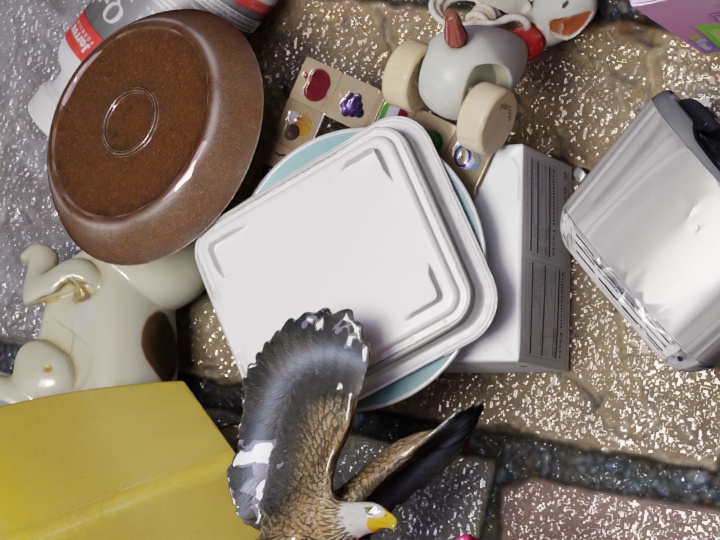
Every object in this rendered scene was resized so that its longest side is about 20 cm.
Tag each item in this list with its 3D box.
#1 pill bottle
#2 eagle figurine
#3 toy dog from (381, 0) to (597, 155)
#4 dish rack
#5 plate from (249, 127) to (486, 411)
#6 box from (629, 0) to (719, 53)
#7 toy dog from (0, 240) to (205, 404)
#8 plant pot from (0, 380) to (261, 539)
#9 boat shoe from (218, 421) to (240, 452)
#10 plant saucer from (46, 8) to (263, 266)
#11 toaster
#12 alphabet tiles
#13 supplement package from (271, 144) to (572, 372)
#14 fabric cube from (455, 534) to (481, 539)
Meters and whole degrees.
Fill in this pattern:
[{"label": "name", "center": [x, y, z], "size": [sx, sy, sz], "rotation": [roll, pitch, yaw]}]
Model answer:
[{"label": "pill bottle", "center": [-0.165, -0.177, 1.712], "size": [0.116, 0.116, 0.200], "rotation": [45, 103, 22]}, {"label": "eagle figurine", "center": [-0.018, 0.148, 1.466], "size": [0.150, 0.152, 0.201], "rotation": [14, 66, 19]}, {"label": "toy dog", "center": [0.097, -0.173, 1.541], "size": [0.131, 0.200, 0.097], "rotation": [13, 134, 11]}, {"label": "dish rack", "center": [-0.020, 0.002, 1.512], "size": [0.200, 0.044, 0.172], "rotation": [-29, 74, 20]}, {"label": "plate", "center": [0.000, 0.000, 1.540], "size": [0.199, 0.026, 0.201], "rotation": [-3, 82, 25]}, {"label": "box", "center": [0.240, -0.270, 1.502], "size": [0.096, 0.176, 0.201], "rotation": [-12, 80, 23]}, {"label": "toy dog", "center": [-0.187, 0.032, 1.685], "size": [0.194, 0.139, 0.201], "rotation": [17, 81, 43]}, {"label": "plant pot", "center": [-0.167, 0.193, 1.563], "size": [0.176, 0.201, 0.200], "rotation": [-24, 29, -13]}, {"label": "boat shoe", "center": [-0.151, 0.179, 1.696], "size": [0.200, 0.072, 0.066], "rotation": [-26, 70, 16]}, {"label": "plant saucer", "center": [-0.159, -0.103, 1.591], "size": [0.200, 0.034, 0.201], "rotation": [-13, 66, 32]}, {"label": "toaster", "center": [0.235, -0.018, 1.518], "size": [0.129, 0.114, 0.200], "rotation": [-45, 71, 18]}, {"label": "alphabet tiles", "center": [-0.012, -0.031, 1.567], "size": [0.167, 0.008, 0.201], "rotation": [27, 96, 25]}, {"label": "supplement package", "center": [0.044, -0.005, 1.602], "size": [0.199, 0.111, 0.156], "rotation": [-1, 84, 25]}, {"label": "fabric cube", "center": [0.087, 0.332, 1.473], "size": [0.196, 0.200, 0.200], "rotation": [-39, 51, 18]}]
